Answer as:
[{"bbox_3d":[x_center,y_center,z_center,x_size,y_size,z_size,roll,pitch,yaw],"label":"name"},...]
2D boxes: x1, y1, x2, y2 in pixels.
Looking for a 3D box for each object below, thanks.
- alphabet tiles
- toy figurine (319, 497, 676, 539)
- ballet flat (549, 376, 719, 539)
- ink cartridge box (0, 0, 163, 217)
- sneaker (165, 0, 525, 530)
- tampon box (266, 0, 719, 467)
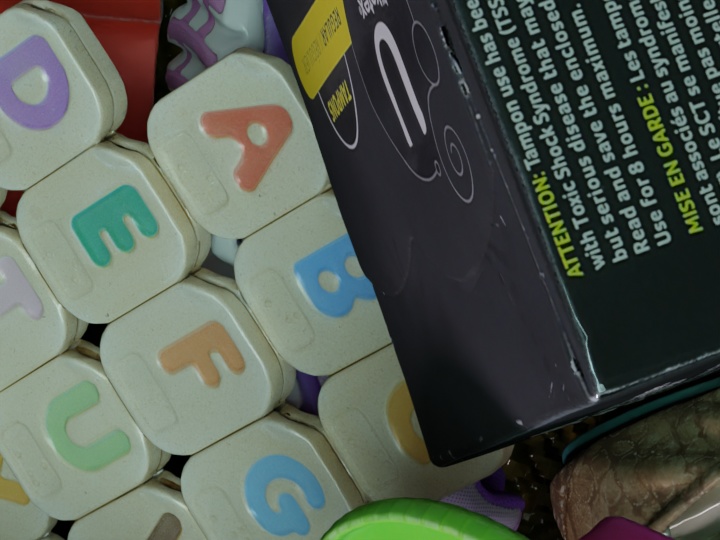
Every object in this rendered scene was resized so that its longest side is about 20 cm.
[{"bbox_3d":[-0.058,0.033,0.772,0.196,0.015,0.200,-29,94,39],"label":"alphabet tiles"},{"bbox_3d":[0.107,0.097,0.664,0.184,0.150,0.200,-30,121,-30],"label":"toy figurine"},{"bbox_3d":[0.138,0.043,0.784,0.200,0.065,0.070,-33,145,33],"label":"ballet flat"},{"bbox_3d":[-0.128,-0.100,0.773,0.162,0.050,0.200,6,104,-3],"label":"ink cartridge box"},{"bbox_3d":[0.000,0.000,0.797,0.088,0.080,0.200,-10,112,-6],"label":"sneaker"},{"bbox_3d":[0.098,-0.055,0.620,0.200,0.150,0.126,-19,85,-12],"label":"tampon box"}]
